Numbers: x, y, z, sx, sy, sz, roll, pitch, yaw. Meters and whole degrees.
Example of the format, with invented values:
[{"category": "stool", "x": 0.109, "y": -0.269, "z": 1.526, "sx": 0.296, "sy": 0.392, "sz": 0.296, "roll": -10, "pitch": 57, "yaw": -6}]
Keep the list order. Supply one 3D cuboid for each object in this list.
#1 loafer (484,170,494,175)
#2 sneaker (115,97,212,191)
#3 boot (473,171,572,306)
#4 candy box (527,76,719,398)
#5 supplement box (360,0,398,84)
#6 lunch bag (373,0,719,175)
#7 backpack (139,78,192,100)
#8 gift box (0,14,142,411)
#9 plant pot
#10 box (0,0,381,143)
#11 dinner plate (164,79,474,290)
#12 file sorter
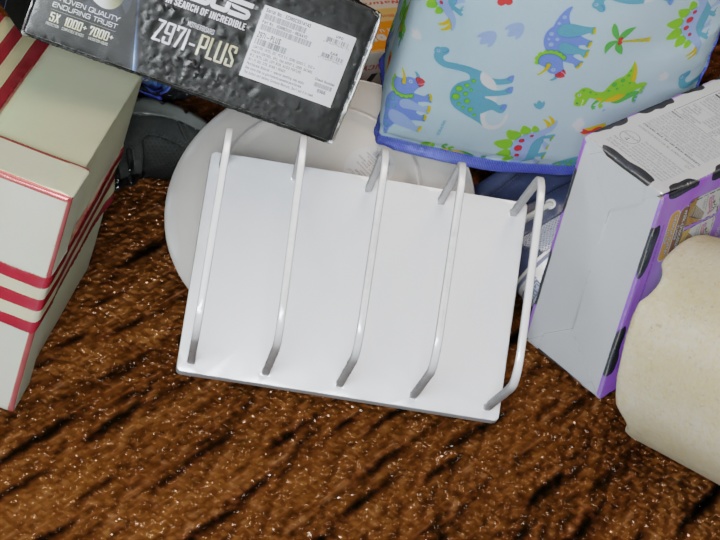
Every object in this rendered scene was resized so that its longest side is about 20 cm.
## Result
[{"category": "loafer", "x": 0.099, "y": -0.122, "z": 1.678, "sx": 0.068, "sy": 0.070, "sz": 0.201, "roll": -16, "pitch": 53, "yaw": -33}, {"category": "sneaker", "x": -0.186, "y": -0.071, "z": 1.566, "sx": 0.200, "sy": 0.073, "sz": 0.082, "roll": 5, "pitch": 67, "yaw": -14}, {"category": "boot", "x": 0.157, "y": -0.059, "z": 1.596, "sx": 0.200, "sy": 0.073, "sz": 0.090, "roll": -32, "pitch": 74, "yaw": -34}, {"category": "candy box", "x": 0.213, "y": -0.032, "z": 1.525, "sx": 0.200, "sy": 0.168, "sz": 0.072, "roll": -24, "pitch": 52, "yaw": -37}, {"category": "supplement box", "x": -0.045, "y": -0.185, "z": 1.723, "sx": 0.126, "sy": 0.074, "sz": 0.200, "roll": -12, "pitch": 44, "yaw": -27}, {"category": "lunch bag", "x": 0.125, "y": -0.152, "z": 1.511, "sx": 0.200, "sy": 0.170, "sz": 0.128, "roll": 13, "pitch": 40, "yaw": -6}, {"category": "backpack", "x": -0.163, "y": -0.214, "z": 1.626, "sx": 0.134, "sy": 0.183, "sz": 0.200, "roll": -13, "pitch": 22, "yaw": -39}, {"category": "gift box", "x": -0.256, "y": -0.040, "z": 1.408, "sx": 0.200, "sy": 0.185, "sz": 0.187, "roll": 16, "pitch": 34, "yaw": 2}, {"category": "plant pot", "x": 0.261, "y": 0.066, "z": 1.417, "sx": 0.183, "sy": 0.201, "sz": 0.200, "roll": 21, "pitch": 38, "yaw": 28}, {"category": "box", "x": -0.107, "y": -0.161, "z": 1.445, "sx": 0.200, "sy": 0.086, "sz": 0.164, "roll": 19, "pitch": 8, "yaw": -17}, {"category": "dinner plate", "x": -0.027, "y": -0.044, "z": 1.520, "sx": 0.200, "sy": 0.024, "sz": 0.200, "roll": -1, "pitch": 61, "yaw": 2}, {"category": "file sorter", "x": 0.000, "y": 0.000, "z": 1.417, "sx": 0.200, "sy": 0.125, "sz": 0.139, "roll": 9, "pitch": 78, "yaw": -3}]
